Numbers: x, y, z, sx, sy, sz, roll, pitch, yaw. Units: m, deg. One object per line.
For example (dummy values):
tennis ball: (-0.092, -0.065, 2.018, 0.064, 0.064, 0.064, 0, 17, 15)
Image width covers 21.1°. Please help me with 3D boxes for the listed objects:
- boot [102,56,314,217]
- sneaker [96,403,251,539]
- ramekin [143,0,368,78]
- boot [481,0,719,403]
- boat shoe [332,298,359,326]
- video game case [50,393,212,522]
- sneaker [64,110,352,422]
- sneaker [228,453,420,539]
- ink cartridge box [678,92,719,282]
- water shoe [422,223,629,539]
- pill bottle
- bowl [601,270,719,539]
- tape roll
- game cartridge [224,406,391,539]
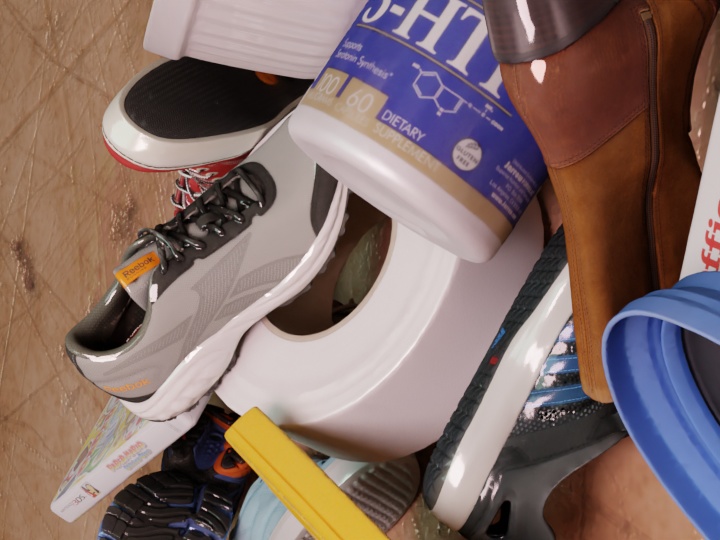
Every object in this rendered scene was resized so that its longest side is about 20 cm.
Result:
boot: (-0.100, -0.063, 1.164, 0.072, 0.200, 0.144, 45, 124, 14)
sneaker: (-0.112, 0.163, 1.219, 0.075, 0.200, 0.079, 19, 117, 10)
ramekin: (-0.035, -0.194, 0.999, 0.200, 0.105, 0.201, -163, 90, -83)
boot: (0.148, -0.066, 0.867, 0.068, 0.188, 0.201, 2, 118, 45)
boat shoe: (-0.024, 0.052, 1.155, 0.200, 0.075, 0.072, 8, 93, 55)
video game case: (-0.114, 0.050, 1.231, 0.182, 0.023, 0.201, -39, 20, 49)
sneaker: (-0.078, -0.007, 1.026, 0.200, 0.079, 0.074, -51, 42, 10)
sneaker: (-0.035, 0.138, 1.168, 0.200, 0.074, 0.082, -51, 52, 42)
ink cartridge box: (0.227, -0.017, 0.762, 0.200, 0.083, 0.147, 28, 113, 54)
water shoe: (0.107, 0.048, 0.967, 0.201, 0.079, 0.072, -60, 7, 4)
pill bottle: (0.066, -0.117, 0.928, 0.201, 0.120, 0.120, -57, 36, -4)
bowl: (0.180, 0.083, 0.774, 0.201, 0.039, 0.201, 46, 164, 17)
tape roll: (0.000, 0.000, 1.056, 0.202, 0.071, 0.203, -21, 57, 36)
game cartridge: (0.026, 0.172, 0.987, 0.032, 0.200, 0.176, -45, 39, -6)
